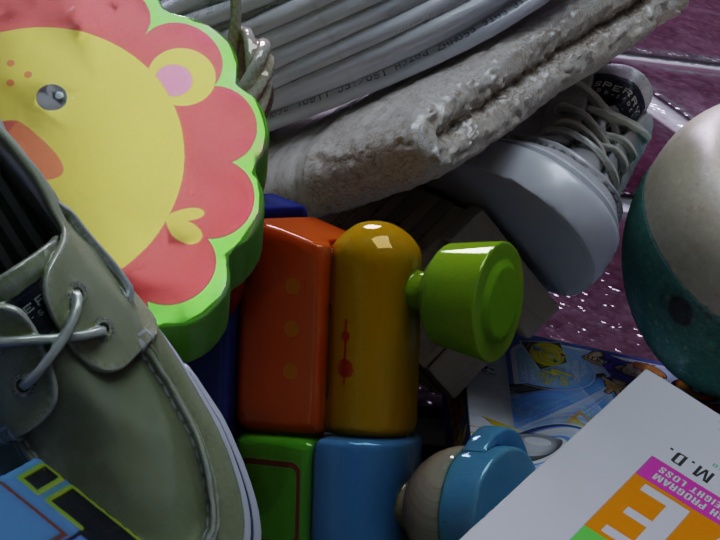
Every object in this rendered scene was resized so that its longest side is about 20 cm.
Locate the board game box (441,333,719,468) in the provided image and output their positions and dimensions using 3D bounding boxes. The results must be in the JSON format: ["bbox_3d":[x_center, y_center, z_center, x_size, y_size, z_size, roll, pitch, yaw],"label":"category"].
[{"bbox_3d":[0.100,0.079,1.052,0.135,0.034,0.200,12,17,-4],"label":"board game box"}]

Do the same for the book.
[{"bbox_3d":[0.105,0.104,0.852,0.134,0.048,0.200,30,23,13],"label":"book"}]

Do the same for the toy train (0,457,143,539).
[{"bbox_3d":[-0.141,0.078,0.755,0.200,0.087,0.114,36,30,16],"label":"toy train"}]

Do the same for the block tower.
[{"bbox_3d":[-0.003,-0.007,1.127,0.054,0.058,0.200,49,-12,-26],"label":"block tower"}]

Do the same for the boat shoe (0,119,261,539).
[{"bbox_3d":[-0.098,0.014,0.801,0.200,0.072,0.062,52,-14,4],"label":"boat shoe"}]

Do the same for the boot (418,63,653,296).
[{"bbox_3d":[0.074,-0.046,1.102,0.074,0.096,0.200,45,-10,-10],"label":"boot"}]

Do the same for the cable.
[{"bbox_3d":[-0.002,-0.112,1.086,0.200,0.069,0.200,-26,10,6],"label":"cable"}]

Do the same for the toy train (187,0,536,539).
[{"bbox_3d":[0.000,0.000,0.914,0.116,0.200,0.085,4,4,28],"label":"toy train"}]

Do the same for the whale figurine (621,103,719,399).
[{"bbox_3d":[0.187,0.026,1.097,0.200,0.104,0.159,42,42,12],"label":"whale figurine"}]

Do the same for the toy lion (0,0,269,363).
[{"bbox_3d":[-0.133,-0.017,0.870,0.192,0.069,0.200,30,64,11],"label":"toy lion"}]

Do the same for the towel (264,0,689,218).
[{"bbox_3d":[0.026,-0.065,1.067,0.132,0.034,0.200,-18,12,39],"label":"towel"}]
